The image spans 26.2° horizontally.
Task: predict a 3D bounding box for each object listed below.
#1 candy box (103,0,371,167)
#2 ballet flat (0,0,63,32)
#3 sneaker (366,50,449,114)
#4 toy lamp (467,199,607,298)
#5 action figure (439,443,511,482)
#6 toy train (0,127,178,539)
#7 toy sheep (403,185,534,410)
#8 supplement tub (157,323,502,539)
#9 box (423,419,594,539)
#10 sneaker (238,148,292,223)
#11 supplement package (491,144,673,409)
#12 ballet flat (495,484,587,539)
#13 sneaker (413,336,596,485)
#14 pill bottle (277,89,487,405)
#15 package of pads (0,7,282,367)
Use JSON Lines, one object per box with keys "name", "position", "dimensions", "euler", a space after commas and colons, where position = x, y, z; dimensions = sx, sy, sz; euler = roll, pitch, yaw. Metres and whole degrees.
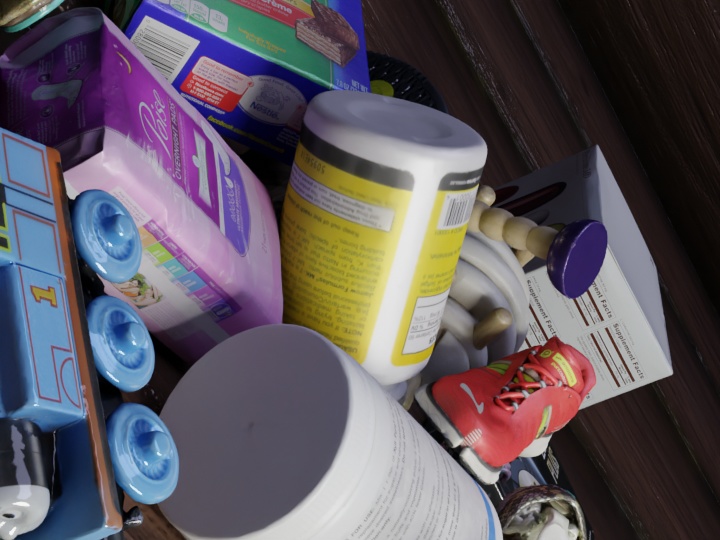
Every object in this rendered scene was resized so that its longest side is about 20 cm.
{"name": "candy box", "position": [-0.083, -0.180, 1.038], "dimensions": [0.168, 0.077, 0.201], "euler": [23, 37, -25]}
{"name": "ballet flat", "position": [-0.183, -0.188, 0.872], "dimensions": [0.071, 0.070, 0.200], "euler": [61, 13, -19]}
{"name": "sneaker", "position": [-0.006, -0.121, 1.168], "dimensions": [0.200, 0.066, 0.079], "euler": [28, -33, 36]}
{"name": "toy lamp", "position": [0.065, -0.040, 1.012], "dimensions": [0.199, 0.058, 0.058], "euler": [26, -7, 33]}
{"name": "action figure", "position": [0.024, 0.180, 1.042], "dimensions": [0.148, 0.134, 0.201], "euler": [-22, 74, -31]}
{"name": "toy train", "position": [-0.149, 0.035, 0.681], "dimensions": [0.114, 0.086, 0.201], "euler": [21, 50, -54]}
{"name": "toy sheep", "position": [0.057, 0.025, 1.087], "dimensions": [0.138, 0.137, 0.200], "euler": [60, 38, -21]}
{"name": "supplement tub", "position": [-0.013, 0.132, 0.875], "dimensions": [0.200, 0.131, 0.133], "euler": [49, 25, -47]}
{"name": "box", "position": [0.113, 0.201, 1.236], "dimensions": [0.164, 0.086, 0.200], "euler": [63, 18, -11]}
{"name": "sneaker", "position": [-0.065, -0.040, 1.055], "dimensions": [0.200, 0.075, 0.071], "euler": [-55, 137, -47]}
{"name": "supplement package", "position": [0.152, 0.022, 1.381], "dimensions": [0.148, 0.199, 0.192], "euler": [60, 19, -23]}
{"name": "ballet flat", "position": [0.083, 0.213, 0.933], "dimensions": [0.072, 0.072, 0.201], "euler": [53, 55, -38]}
{"name": "sneaker", "position": [0.100, 0.077, 0.997], "dimensions": [0.077, 0.085, 0.200], "euler": [51, 20, 12]}
{"name": "pill bottle", "position": [0.000, 0.000, 0.960], "dimensions": [0.114, 0.114, 0.201], "euler": [-53, 159, -70]}
{"name": "package of pads", "position": [-0.118, -0.042, 0.871], "dimensions": [0.200, 0.075, 0.121], "euler": [48, 23, -46]}
